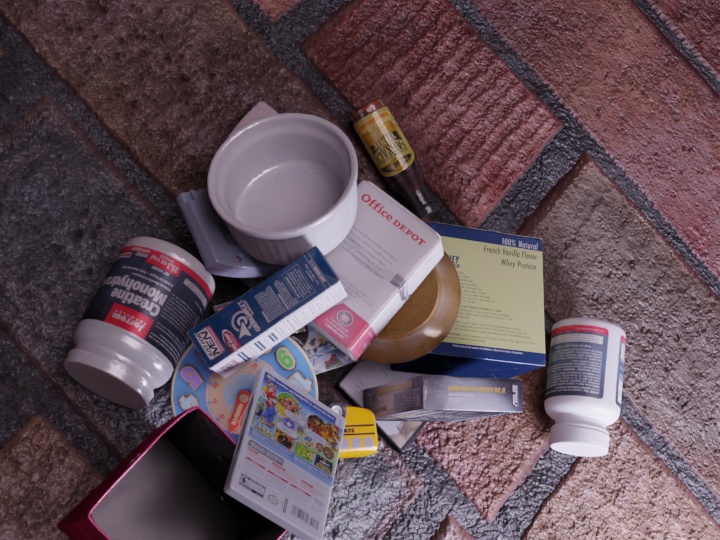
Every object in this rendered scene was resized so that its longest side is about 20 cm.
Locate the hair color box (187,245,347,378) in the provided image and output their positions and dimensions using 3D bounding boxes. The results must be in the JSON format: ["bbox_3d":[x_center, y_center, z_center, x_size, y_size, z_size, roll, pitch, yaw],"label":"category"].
[{"bbox_3d":[-0.118,0.056,1.523,0.200,0.100,0.061,-34,76,-3],"label":"hair color box"}]

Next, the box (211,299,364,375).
[{"bbox_3d":[-0.100,0.091,1.696,0.199,0.040,0.137,-16,83,-14],"label":"box"}]

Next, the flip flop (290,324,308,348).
[{"bbox_3d":[-0.159,0.129,1.631,0.200,0.058,0.081,-45,94,1],"label":"flip flop"}]

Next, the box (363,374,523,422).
[{"bbox_3d":[0.115,0.186,1.681,0.158,0.200,0.048,5,77,-23],"label":"box"}]

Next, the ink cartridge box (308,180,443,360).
[{"bbox_3d":[0.000,0.000,1.620,0.146,0.083,0.200,38,81,16],"label":"ink cartridge box"}]

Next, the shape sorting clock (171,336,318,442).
[{"bbox_3d":[-0.157,0.169,1.584,0.199,0.039,0.201,0,94,-2],"label":"shape sorting clock"}]

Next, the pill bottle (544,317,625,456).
[{"bbox_3d":[0.353,0.186,1.860,0.119,0.120,0.201,17,68,-20],"label":"pill bottle"}]

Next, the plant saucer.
[{"bbox_3d":[0.043,0.030,1.669,0.200,0.035,0.201,-2,73,6],"label":"plant saucer"}]

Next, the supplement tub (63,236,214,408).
[{"bbox_3d":[-0.296,0.069,1.577,0.140,0.140,0.200,32,64,-14],"label":"supplement tub"}]

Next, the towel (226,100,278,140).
[{"bbox_3d":[-0.104,-0.155,1.744,0.200,0.032,0.191,43,26,-8],"label":"towel"}]

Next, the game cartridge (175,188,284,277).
[{"bbox_3d":[-0.157,-0.056,1.649,0.200,0.040,0.134,-9,65,-49],"label":"game cartridge"}]

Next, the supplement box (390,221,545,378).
[{"bbox_3d":[0.161,0.051,1.778,0.199,0.134,0.200,7,72,-22],"label":"supplement box"}]

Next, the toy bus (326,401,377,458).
[{"bbox_3d":[-0.080,0.231,1.674,0.199,0.065,0.079,0,77,-26],"label":"toy bus"}]

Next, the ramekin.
[{"bbox_3d":[-0.097,-0.104,1.568,0.200,0.098,0.201,-4,57,6],"label":"ramekin"}]

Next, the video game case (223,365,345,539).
[{"bbox_3d":[-0.092,0.232,1.492,0.143,0.018,0.200,35,39,-20],"label":"video game case"}]

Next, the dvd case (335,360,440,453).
[{"bbox_3d":[0.072,0.159,1.793,0.143,0.018,0.200,47,61,-5],"label":"dvd case"}]

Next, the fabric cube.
[{"bbox_3d":[-0.236,0.318,1.498,0.200,0.199,0.196,48,62,-6],"label":"fabric cube"}]

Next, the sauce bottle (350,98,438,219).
[{"bbox_3d":[0.058,-0.174,1.858,0.066,0.066,0.200,-31,88,-29],"label":"sauce bottle"}]

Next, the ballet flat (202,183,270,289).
[{"bbox_3d":[-0.169,-0.045,1.711,0.072,0.072,0.201,-34,91,-29],"label":"ballet flat"}]
